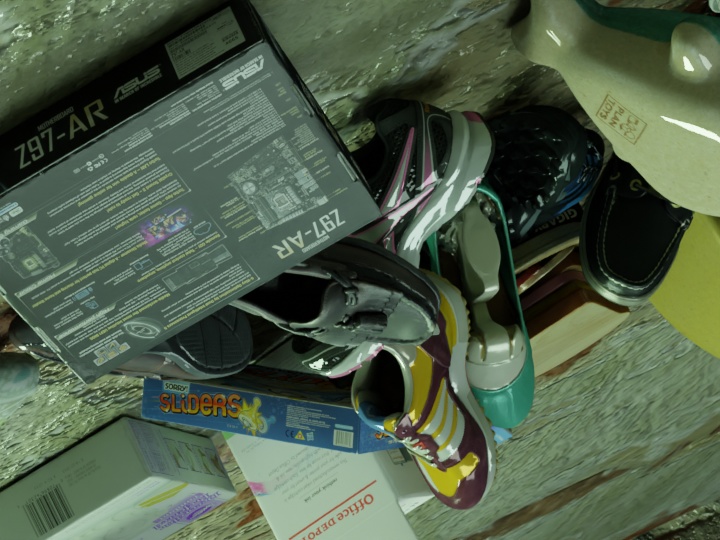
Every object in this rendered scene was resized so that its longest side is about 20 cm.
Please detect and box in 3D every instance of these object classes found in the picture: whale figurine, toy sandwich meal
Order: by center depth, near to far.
[{"bbox_3d":[0.193,-0.122,1.360,0.104,0.200,0.159,-53,173,-24],"label":"whale figurine"},{"bbox_3d":[0.122,0.038,1.679,0.205,0.070,0.205,-31,168,-7],"label":"toy sandwich meal"}]

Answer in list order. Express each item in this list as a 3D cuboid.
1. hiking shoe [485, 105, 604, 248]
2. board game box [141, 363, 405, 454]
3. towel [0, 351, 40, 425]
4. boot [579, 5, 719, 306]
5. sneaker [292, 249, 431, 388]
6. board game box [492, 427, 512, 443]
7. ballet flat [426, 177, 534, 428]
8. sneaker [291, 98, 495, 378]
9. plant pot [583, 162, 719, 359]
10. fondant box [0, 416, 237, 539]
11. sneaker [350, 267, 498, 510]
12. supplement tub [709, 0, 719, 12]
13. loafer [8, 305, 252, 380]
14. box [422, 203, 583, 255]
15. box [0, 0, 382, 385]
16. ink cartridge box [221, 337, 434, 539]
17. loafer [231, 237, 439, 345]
[{"bbox_3d":[0.132,-0.083,1.556,0.087,0.074,0.200,-34,174,-13],"label":"hiking shoe"},{"bbox_3d":[-0.045,0.102,1.657,0.200,0.034,0.135,7,-175,34],"label":"board game box"},{"bbox_3d":[-0.326,0.118,1.438,0.200,0.048,0.171,-40,163,34],"label":"towel"},{"bbox_3d":[0.221,-0.089,1.539,0.154,0.073,0.204,114,2,-59],"label":"boot"},{"bbox_3d":[0.000,0.000,1.571,0.114,0.076,0.199,-42,154,-13],"label":"sneaker"},{"bbox_3d":[0.016,0.144,1.965,0.200,0.097,0.159,-30,163,6],"label":"board game box"},{"bbox_3d":[0.082,0.023,1.551,0.067,0.200,0.070,-13,-169,-4],"label":"ballet flat"},{"bbox_3d":[-0.001,-0.030,1.424,0.086,0.080,0.200,21,107,-23],"label":"sneaker"},{"bbox_3d":[0.325,-0.038,1.748,0.194,0.200,0.196,-23,162,-17],"label":"plant pot"},{"bbox_3d":[-0.204,0.189,1.818,0.144,0.058,0.200,-32,164,10],"label":"fondant box"},{"bbox_3d":[0.035,0.098,1.535,0.090,0.075,0.200,-38,129,-34],"label":"sneaker"},{"bbox_3d":[0.323,-0.141,1.424,0.144,0.200,0.144,-31,166,-9],"label":"supplement tub"},{"bbox_3d":[-0.151,0.038,1.469,0.063,0.072,0.200,-15,166,31],"label":"loafer"},{"bbox_3d":[0.081,0.013,1.774,0.160,0.049,0.200,-23,162,-24],"label":"box"},{"bbox_3d":[-0.109,-0.040,1.211,0.200,0.044,0.160,-30,137,6],"label":"box"},{"bbox_3d":[-0.023,0.159,1.769,0.117,0.200,0.067,-35,162,23],"label":"ink cartridge box"},{"bbox_3d":[-0.043,0.012,1.346,0.200,0.063,0.072,22,128,-20],"label":"loafer"}]
